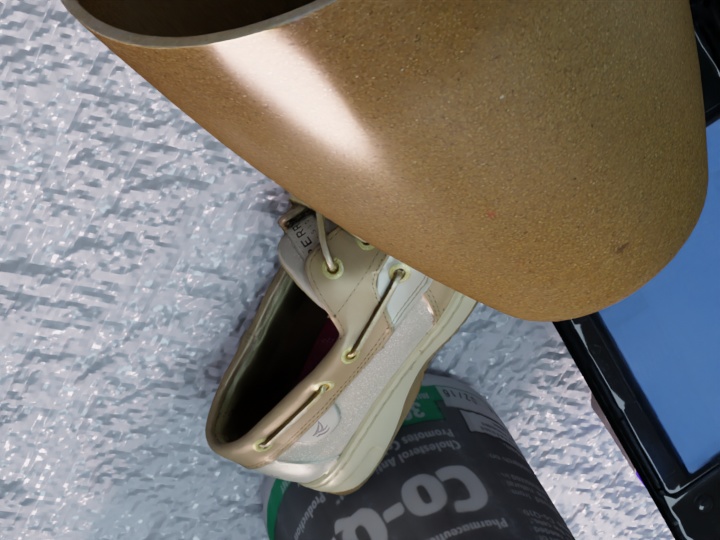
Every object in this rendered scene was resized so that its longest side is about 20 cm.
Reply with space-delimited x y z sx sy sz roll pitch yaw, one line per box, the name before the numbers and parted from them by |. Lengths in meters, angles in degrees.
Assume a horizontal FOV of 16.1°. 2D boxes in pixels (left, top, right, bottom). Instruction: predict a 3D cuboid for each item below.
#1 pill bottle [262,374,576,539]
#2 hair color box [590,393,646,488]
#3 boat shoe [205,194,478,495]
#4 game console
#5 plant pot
pill bottle | 0.044 0.144 1.008 0.112 0.200 0.114 -14 132 -17
hair color box | 0.199 0.010 1.073 0.199 0.065 0.110 -16 133 -13
boat shoe | 0.000 0.000 0.954 0.066 0.074 0.201 9 118 -29
game console | 0.169 -0.004 0.946 0.175 0.116 0.201 -32 101 -11
plant pot | 0.029 -0.079 0.815 0.186 0.187 0.200 -35 131 3
